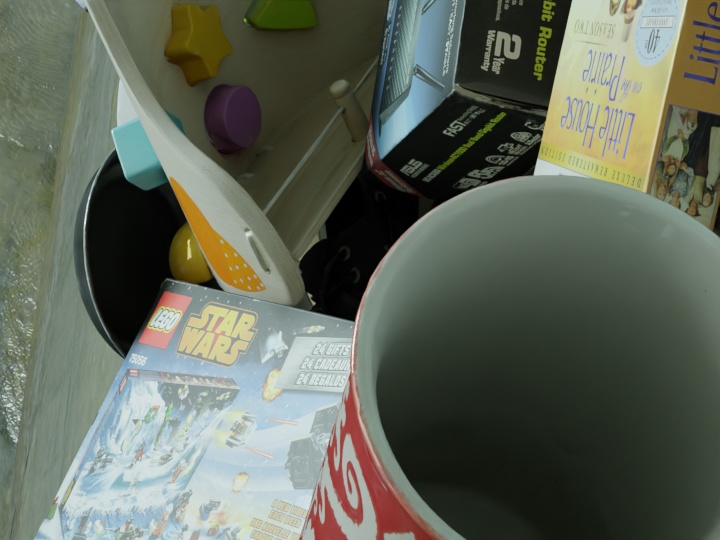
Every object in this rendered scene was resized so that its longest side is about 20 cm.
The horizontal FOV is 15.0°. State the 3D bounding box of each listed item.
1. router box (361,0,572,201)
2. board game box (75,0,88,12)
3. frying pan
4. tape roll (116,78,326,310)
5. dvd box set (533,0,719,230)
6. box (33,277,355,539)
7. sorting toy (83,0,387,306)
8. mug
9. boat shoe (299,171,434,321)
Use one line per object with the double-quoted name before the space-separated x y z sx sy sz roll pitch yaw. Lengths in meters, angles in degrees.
"router box" 0.059 -0.140 1.137 0.150 0.062 0.201 141 138 -71
"board game box" -0.048 -0.208 1.327 0.035 0.135 0.200 50 118 28
"frying pan" -0.097 -0.043 1.245 0.031 0.115 0.191 -8 88 35
"tape roll" -0.062 -0.021 1.390 0.202 0.071 0.203 -11 -90 -82
"dvd box set" 0.109 -0.117 0.947 0.146 0.029 0.201 -142 63 -77
"box" -0.049 0.081 1.122 0.200 0.040 0.137 12 73 57
"sorting toy" -0.061 -0.109 1.204 0.107 0.180 0.200 -10 32 39
"mug" 0.041 0.095 0.847 0.200 0.133 0.178 114 165 -60
"boat shoe" 0.001 -0.002 1.286 0.075 0.066 0.200 114 163 -48
